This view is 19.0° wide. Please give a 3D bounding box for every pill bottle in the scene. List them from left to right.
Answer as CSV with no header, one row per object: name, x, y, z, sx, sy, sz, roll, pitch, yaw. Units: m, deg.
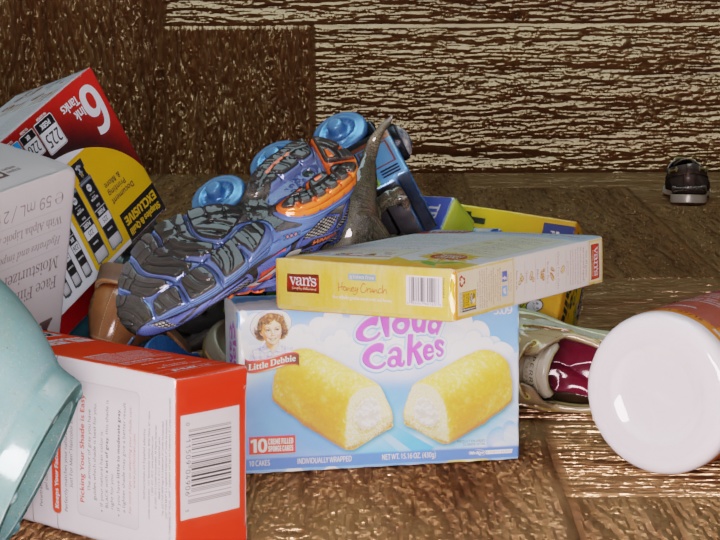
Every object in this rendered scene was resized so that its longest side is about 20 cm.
pill bottle,0.252,0.072,1.523,0.112,0.112,0.200,5,10,33

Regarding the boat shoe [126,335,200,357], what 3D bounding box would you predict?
boat shoe,-0.144,0.098,1.541,0.069,0.084,0.200,-26,-13,2

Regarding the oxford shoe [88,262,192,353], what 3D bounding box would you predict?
oxford shoe,-0.177,0.064,1.639,0.071,0.071,0.200,13,-21,12

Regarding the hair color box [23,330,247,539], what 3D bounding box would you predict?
hair color box,-0.157,0.103,1.323,0.200,0.111,0.064,8,10,42

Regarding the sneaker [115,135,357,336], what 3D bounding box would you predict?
sneaker,-0.077,-0.008,1.455,0.200,0.079,0.075,-32,48,-24

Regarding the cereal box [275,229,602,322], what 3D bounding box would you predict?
cereal box,0.057,0.001,1.468,0.144,0.040,0.200,3,8,35

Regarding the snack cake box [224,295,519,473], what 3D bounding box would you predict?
snack cake box,0.008,0.074,1.504,0.200,0.115,0.067,-2,8,-11

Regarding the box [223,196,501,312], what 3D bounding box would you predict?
box,0.000,0.000,1.700,0.200,0.122,0.048,3,-31,33

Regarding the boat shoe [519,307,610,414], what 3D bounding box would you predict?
boat shoe,0.141,0.071,1.657,0.200,0.074,0.066,4,8,3

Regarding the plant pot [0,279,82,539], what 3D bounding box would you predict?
plant pot,-0.245,0.089,1.245,0.134,0.201,0.200,27,9,0

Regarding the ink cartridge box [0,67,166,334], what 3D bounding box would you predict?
ink cartridge box,-0.239,-0.029,1.628,0.084,0.176,0.200,-16,21,31

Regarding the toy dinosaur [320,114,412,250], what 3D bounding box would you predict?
toy dinosaur,-0.004,-0.010,1.556,0.077,0.200,0.102,37,27,27

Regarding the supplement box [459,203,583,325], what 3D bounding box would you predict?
supplement box,0.080,0.010,1.789,0.200,0.109,0.110,8,-14,14

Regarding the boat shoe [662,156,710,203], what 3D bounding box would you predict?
boat shoe,0.485,-0.138,3.201,0.072,0.060,0.200,0,8,8

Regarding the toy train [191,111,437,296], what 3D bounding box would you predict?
toy train,-0.043,-0.043,1.652,0.200,0.087,0.114,-27,41,1

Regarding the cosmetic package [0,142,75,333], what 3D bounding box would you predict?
cosmetic package,-0.310,0.019,1.447,0.165,0.200,0.165,17,23,23

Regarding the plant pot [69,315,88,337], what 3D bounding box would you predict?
plant pot,-0.338,0.016,1.710,0.188,0.200,0.200,-18,-2,31

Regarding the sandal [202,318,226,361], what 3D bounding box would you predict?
sandal,-0.020,0.068,1.616,0.200,0.054,0.080,17,35,4

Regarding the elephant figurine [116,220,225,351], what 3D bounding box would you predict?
elephant figurine,-0.131,0.019,1.798,0.200,0.142,0.155,-5,34,52
